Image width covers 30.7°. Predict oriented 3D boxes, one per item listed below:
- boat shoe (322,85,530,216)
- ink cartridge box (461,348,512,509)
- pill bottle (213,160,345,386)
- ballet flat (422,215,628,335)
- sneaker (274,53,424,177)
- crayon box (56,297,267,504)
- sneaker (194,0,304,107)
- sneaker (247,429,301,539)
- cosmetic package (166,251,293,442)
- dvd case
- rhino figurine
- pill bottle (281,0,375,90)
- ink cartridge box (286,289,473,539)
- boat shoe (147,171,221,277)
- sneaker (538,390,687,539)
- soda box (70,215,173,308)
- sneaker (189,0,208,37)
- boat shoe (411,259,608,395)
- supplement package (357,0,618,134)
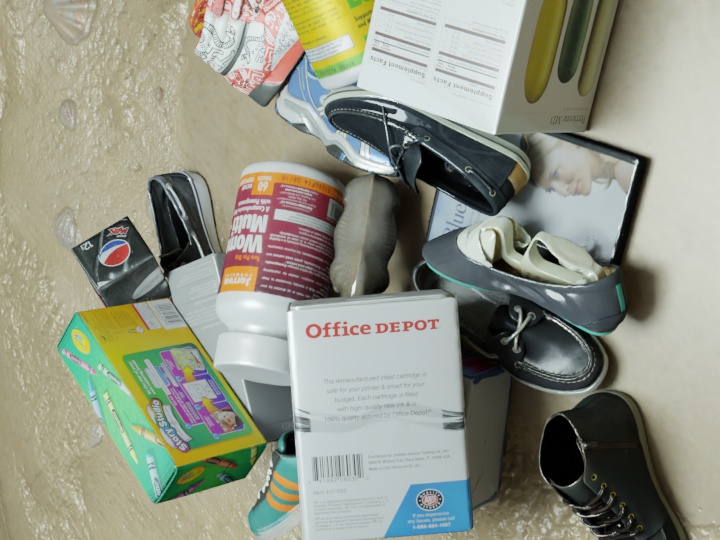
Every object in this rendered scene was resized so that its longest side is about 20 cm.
[{"bbox_3d":[0.051,-0.106,1.159,0.199,0.075,0.063,25,70,13],"label":"boat shoe"},{"bbox_3d":[0.039,0.133,1.253,0.199,0.076,0.138,16,106,36],"label":"ink cartridge box"},{"bbox_3d":[-0.081,0.004,1.278,0.109,0.109,0.202,-2,71,40],"label":"pill bottle"},{"bbox_3d":[0.141,-0.010,1.129,0.199,0.073,0.074,23,110,30],"label":"ballet flat"},{"bbox_3d":[-0.002,-0.148,1.255,0.199,0.075,0.077,34,111,30],"label":"sneaker"},{"bbox_3d":[-0.196,0.123,1.286,0.200,0.118,0.058,52,126,24],"label":"crayon box"},{"bbox_3d":[-0.086,-0.264,1.289,0.108,0.067,0.202,34,123,-8],"label":"sneaker"},{"bbox_3d":[-0.056,0.192,1.253,0.080,0.071,0.200,54,133,3],"label":"sneaker"},{"bbox_3d":[-0.119,0.083,1.362,0.090,0.106,0.202,-21,83,40],"label":"cosmetic package"},{"bbox_3d":[0.151,-0.060,1.175,0.199,0.017,0.144,24,111,36],"label":"dvd case"},{"bbox_3d":[0.000,0.000,1.221,0.088,0.059,0.201,100,179,-65],"label":"rhino figurine"},{"bbox_3d":[-0.026,-0.275,1.176,0.111,0.111,0.201,-13,109,40],"label":"pill bottle"},{"bbox_3d":[0.015,0.122,1.126,0.145,0.086,0.202,-4,93,-1],"label":"ink cartridge box"},{"bbox_3d":[-0.188,-0.011,1.432,0.071,0.068,0.202,-16,85,40],"label":"boat shoe"},{"bbox_3d":[0.207,0.207,1.101,0.075,0.106,0.201,-25,79,39],"label":"sneaker"},{"bbox_3d":[-0.237,0.032,1.401,0.063,0.070,0.200,53,168,29],"label":"soda box"},{"bbox_3d":[-0.115,-0.316,1.348,0.200,0.073,0.078,-49,35,36],"label":"sneaker"},{"bbox_3d":[0.129,0.045,1.169,0.200,0.060,0.074,35,91,33],"label":"boat shoe"},{"bbox_3d":[0.116,-0.231,1.096,0.150,0.151,0.202,24,110,35],"label":"supplement package"}]
